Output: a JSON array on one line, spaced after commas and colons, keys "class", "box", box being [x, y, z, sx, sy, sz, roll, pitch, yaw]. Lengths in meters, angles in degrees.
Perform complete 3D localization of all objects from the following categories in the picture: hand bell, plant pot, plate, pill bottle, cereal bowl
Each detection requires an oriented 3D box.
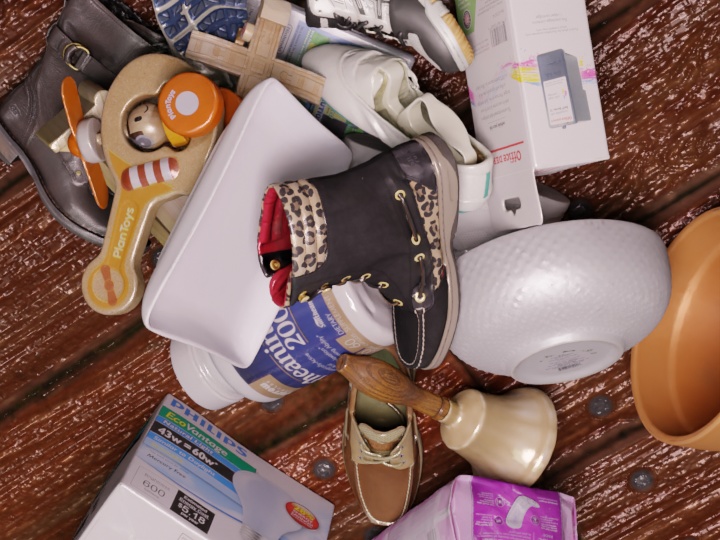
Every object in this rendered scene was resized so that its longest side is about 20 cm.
[{"class": "hand bell", "box": [0.062, 0.113, 1.307, 0.200, 0.104, 0.104, 28, 112, -31]}, {"class": "plant pot", "box": [0.335, 0.060, 1.267, 0.140, 0.200, 0.200, 15, 111, -17]}, {"class": "plate", "box": [-0.088, -0.033, 1.170, 0.032, 0.200, 0.200, 24, 86, 22]}, {"class": "pill bottle", "box": [-0.064, 0.047, 1.323, 0.200, 0.111, 0.111, -27, 105, 27]}, {"class": "cereal bowl", "box": [0.161, 0.038, 1.260, 0.200, 0.200, 0.083, -15, 65, 10]}]

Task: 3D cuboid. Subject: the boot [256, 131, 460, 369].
[{"class": "boot", "box": [0.000, 0.000, 1.182, 0.150, 0.073, 0.200, -15, 125, -26]}]

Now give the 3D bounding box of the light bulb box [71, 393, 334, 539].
[{"class": "light bulb box", "box": [-0.142, 0.242, 1.360, 0.198, 0.200, 0.125, 35, 107, -7]}]

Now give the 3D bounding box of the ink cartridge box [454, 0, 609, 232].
[{"class": "ink cartridge box", "box": [0.136, -0.135, 1.212, 0.067, 0.117, 0.200, -9, 91, -15]}]

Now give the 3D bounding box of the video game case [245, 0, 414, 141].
[{"class": "video game case", "box": [-0.074, -0.128, 1.319, 0.182, 0.022, 0.200, 23, 109, -3]}]

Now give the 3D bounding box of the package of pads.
[{"class": "package of pads", "box": [0.093, 0.248, 1.349, 0.120, 0.076, 0.200, 12, 150, -18]}]

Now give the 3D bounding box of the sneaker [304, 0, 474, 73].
[{"class": "sneaker", "box": [0.001, -0.214, 1.234, 0.200, 0.076, 0.088, 44, 89, 11]}]

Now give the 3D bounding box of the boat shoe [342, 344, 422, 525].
[{"class": "boat shoe", "box": [0.016, 0.140, 1.376, 0.076, 0.074, 0.200, -1, 109, 6]}]

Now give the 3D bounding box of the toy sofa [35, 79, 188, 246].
[{"class": "toy sofa", "box": [-0.161, -0.069, 1.253, 0.098, 0.083, 0.200, -43, 112, -6]}]

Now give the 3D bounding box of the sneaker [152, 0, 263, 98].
[{"class": "sneaker", "box": [-0.127, -0.172, 1.255, 0.077, 0.085, 0.200, -17, 90, -20]}]

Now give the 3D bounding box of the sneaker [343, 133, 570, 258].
[{"class": "sneaker", "box": [0.066, -0.039, 1.302, 0.200, 0.074, 0.116, 18, 109, -9]}]

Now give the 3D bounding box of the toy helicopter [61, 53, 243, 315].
[{"class": "toy helicopter", "box": [-0.174, -0.066, 1.156, 0.132, 0.079, 0.200, 16, 91, 14]}]

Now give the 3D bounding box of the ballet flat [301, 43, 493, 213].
[{"class": "ballet flat", "box": [0.035, -0.131, 1.231, 0.200, 0.069, 0.069, 45, 109, 17]}]

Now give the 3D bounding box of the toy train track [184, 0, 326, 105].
[{"class": "toy train track", "box": [-0.089, -0.121, 1.199, 0.115, 0.033, 0.200, 18, 81, -17]}]

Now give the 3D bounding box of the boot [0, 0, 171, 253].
[{"class": "boot", "box": [-0.215, -0.131, 1.300, 0.200, 0.069, 0.174, 43, 108, 1]}]
